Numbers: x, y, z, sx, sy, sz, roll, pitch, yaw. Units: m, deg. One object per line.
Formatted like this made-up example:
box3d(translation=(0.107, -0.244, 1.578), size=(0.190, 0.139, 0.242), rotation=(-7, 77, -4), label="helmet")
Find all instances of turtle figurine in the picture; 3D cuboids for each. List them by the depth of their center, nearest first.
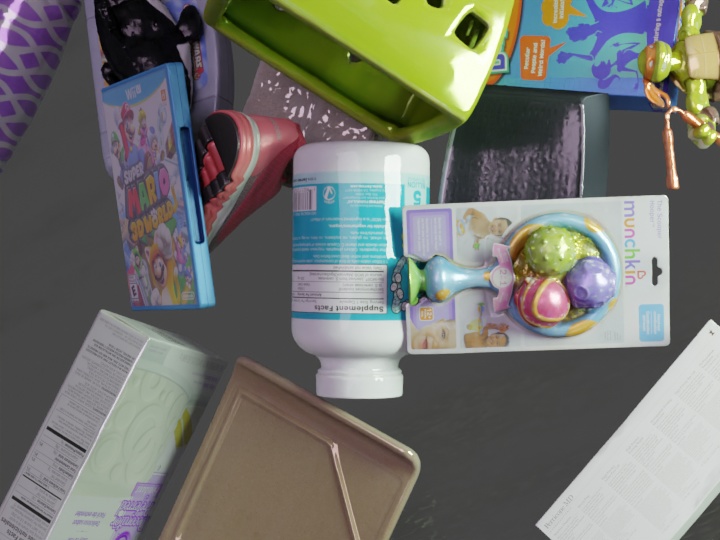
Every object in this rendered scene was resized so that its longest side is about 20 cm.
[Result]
box3d(translation=(0.276, -0.149, 1.004), size=(0.161, 0.064, 0.200), rotation=(-1, 69, -1), label="turtle figurine")

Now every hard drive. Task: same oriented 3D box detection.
box3d(translation=(0.122, -0.046, 1.056), size=(0.135, 0.042, 0.200), rotation=(8, 94, 23), label="hard drive")

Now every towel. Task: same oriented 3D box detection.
box3d(translation=(-0.027, -0.163, 1.166), size=(0.132, 0.034, 0.200), rotation=(19, 87, 22), label="towel")

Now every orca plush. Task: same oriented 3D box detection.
box3d(translation=(-0.203, -0.233, 1.194), size=(0.105, 0.071, 0.200), rotation=(-12, 74, 19), label="orca plush")

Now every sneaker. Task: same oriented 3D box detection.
box3d(translation=(-0.107, -0.063, 1.134), size=(0.200, 0.087, 0.074), rotation=(-48, 58, 50), label="sneaker")

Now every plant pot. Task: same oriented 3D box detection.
box3d(translation=(0.016, -0.225, 0.999), size=(0.199, 0.200, 0.182), rotation=(31, 83, -11), label="plant pot")

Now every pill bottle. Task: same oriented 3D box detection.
box3d(translation=(0.000, 0.000, 1.068), size=(0.111, 0.111, 0.200), rotation=(1, 91, 22), label="pill bottle")

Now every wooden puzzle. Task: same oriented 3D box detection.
box3d(translation=(-0.060, 0.195, 1.093), size=(0.185, 0.037, 0.200), rotation=(27, 101, 25), label="wooden puzzle")

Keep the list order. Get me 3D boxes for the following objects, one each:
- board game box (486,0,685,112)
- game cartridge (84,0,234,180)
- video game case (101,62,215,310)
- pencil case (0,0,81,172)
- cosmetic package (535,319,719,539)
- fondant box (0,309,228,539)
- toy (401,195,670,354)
box3d(translation=(0.164, -0.210, 1.093), size=(0.200, 0.045, 0.152), rotation=(5, 81, 24), label="board game box")
box3d(translation=(-0.184, -0.193, 1.236), size=(0.133, 0.042, 0.200), rotation=(-17, 72, 22), label="game cartridge")
box3d(translation=(-0.175, -0.066, 1.141), size=(0.143, 0.018, 0.200), rotation=(-4, 94, 58), label="video game case")
box3d(translation=(-0.340, -0.188, 1.276), size=(0.200, 0.084, 0.085), rotation=(-62, 25, -1), label="pencil case")
box3d(translation=(0.227, 0.141, 0.987), size=(0.083, 0.051, 0.200), rotation=(42, 95, 22), label="cosmetic package")
box3d(translation=(-0.204, 0.143, 1.109), size=(0.058, 0.144, 0.200), rotation=(27, 89, 23), label="fondant box")
box3d(translation=(0.132, 0.006, 0.997), size=(0.200, 0.047, 0.115), rotation=(-2, 98, 5), label="toy")
